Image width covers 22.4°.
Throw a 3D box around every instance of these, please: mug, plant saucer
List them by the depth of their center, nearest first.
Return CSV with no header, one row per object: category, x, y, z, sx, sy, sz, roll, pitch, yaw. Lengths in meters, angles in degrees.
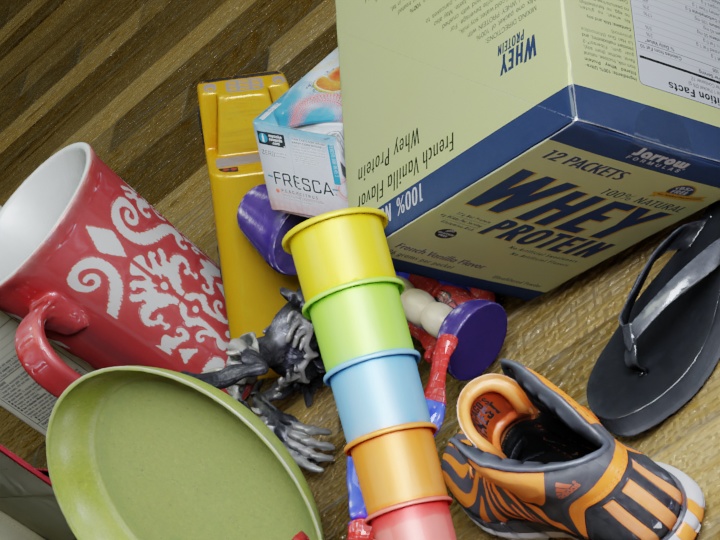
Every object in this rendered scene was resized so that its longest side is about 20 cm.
plant saucer,-0.100,0.137,1.090,0.200,0.200,0.031,-26,12,41
mug,-0.176,0.037,1.318,0.133,0.200,0.178,-11,47,52

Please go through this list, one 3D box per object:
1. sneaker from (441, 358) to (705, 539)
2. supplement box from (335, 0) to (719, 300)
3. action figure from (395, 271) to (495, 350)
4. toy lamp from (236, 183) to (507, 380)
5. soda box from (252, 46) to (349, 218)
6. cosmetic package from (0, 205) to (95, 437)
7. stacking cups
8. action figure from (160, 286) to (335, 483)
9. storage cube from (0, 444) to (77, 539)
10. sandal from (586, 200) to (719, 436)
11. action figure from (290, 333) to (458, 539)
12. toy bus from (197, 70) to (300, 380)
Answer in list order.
sneaker,0.082,0.087,0.934,0.078,0.112,0.200,-57,26,-16
supplement box,0.097,-0.118,1.022,0.200,0.134,0.200,-32,54,48
action figure,0.031,-0.002,1.177,0.065,0.052,0.200,-47,45,5
toy lamp,0.000,0.000,1.122,0.200,0.058,0.058,29,80,37
soda box,0.017,-0.110,1.149,0.063,0.069,0.200,11,40,31
cosmetic package,-0.245,0.051,1.407,0.103,0.200,0.087,-32,31,33
stacking cups,0.009,0.068,0.947,0.060,0.060,0.200,-30,65,36
action figure,-0.045,0.071,1.167,0.200,0.102,0.119,-27,-40,-44
storage cube,-0.283,0.228,1.271,0.180,0.171,0.200,-12,46,54
sandal,0.178,-0.001,0.977,0.200,0.043,0.076,-55,26,-10
action figure,0.002,0.135,1.002,0.099,0.065,0.200,132,153,-54
toy bus,-0.069,-0.031,1.243,0.065,0.200,0.078,-7,29,-4
